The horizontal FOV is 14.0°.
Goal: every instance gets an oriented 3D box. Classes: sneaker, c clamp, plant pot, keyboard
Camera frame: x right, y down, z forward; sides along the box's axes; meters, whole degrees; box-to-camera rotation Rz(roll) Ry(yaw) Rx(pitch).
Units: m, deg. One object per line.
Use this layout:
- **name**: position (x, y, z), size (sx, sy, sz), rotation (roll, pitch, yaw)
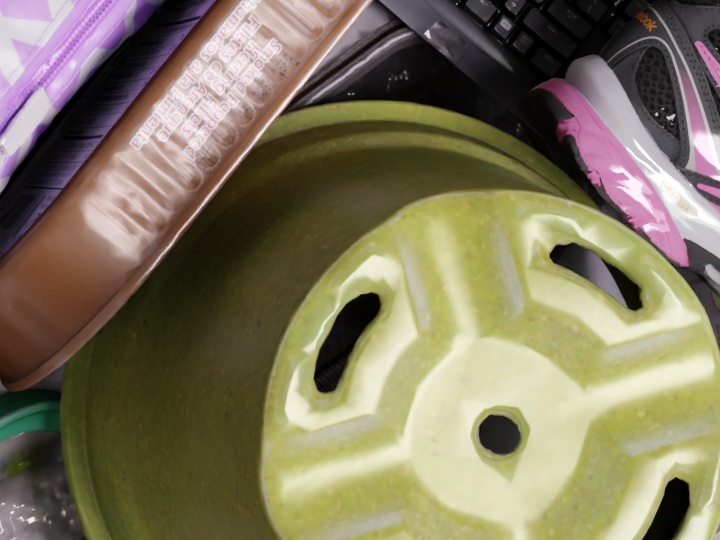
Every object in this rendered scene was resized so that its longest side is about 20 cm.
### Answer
- **sneaker**: position (0.147, -0.013, 0.931), size (0.086, 0.080, 0.200), rotation (-45, 119, 5)
- **c clamp**: position (0.000, 0.000, 0.961), size (0.200, 0.027, 0.171), rotation (-43, 97, -9)
- **plant pot**: position (0.020, 0.044, 0.857), size (0.200, 0.184, 0.201), rotation (0, 89, -10)
- **keyboard**: position (0.064, -0.120, 0.958), size (0.200, 0.021, 0.127), rotation (40, 78, -9)

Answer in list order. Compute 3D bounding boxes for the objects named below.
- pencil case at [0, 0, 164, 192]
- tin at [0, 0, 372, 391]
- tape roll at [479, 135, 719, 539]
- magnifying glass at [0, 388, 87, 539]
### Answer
- **pencil case**: position (-0.086, -0.100, 0.864), size (0.200, 0.085, 0.084), rotation (-54, 133, -13)
- **tin**: position (-0.054, -0.052, 0.879), size (0.042, 0.112, 0.200), rotation (41, 81, -18)
- **tape roll**: position (0.099, 0.045, 1.068), size (0.200, 0.066, 0.201), rotation (-13, 111, -36)
- **magnifying glass**: position (-0.142, 0.125, 0.933), size (0.200, 0.022, 0.080), rotation (-53, 129, -12)
